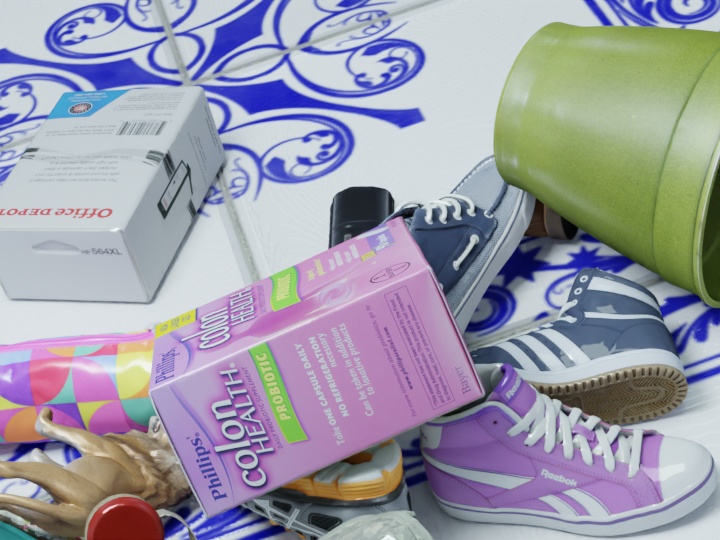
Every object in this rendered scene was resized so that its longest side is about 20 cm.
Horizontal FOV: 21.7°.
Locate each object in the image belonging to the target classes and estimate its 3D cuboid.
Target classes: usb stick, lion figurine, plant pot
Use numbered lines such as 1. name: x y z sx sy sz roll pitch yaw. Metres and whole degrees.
1. usb stick: 0.000 0.000 1.510 0.055 0.033 0.201 -4 39 5
2. lion figurine: -0.190 0.150 1.305 0.122 0.073 0.200 23 22 10
3. plant pot: 0.209 -0.098 1.396 0.192 0.201 0.201 20 50 27

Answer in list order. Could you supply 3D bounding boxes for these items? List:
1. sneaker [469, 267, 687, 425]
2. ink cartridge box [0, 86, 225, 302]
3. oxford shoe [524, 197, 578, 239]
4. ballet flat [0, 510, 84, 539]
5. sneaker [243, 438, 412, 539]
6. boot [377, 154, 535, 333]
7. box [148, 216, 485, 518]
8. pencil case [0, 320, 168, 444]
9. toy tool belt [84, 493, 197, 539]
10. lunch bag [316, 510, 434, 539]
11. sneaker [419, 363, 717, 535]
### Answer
1. sneaker: 0.129 0.059 1.356 0.198 0.070 0.109 -5 43 3
2. ink cartridge box: -0.222 -0.068 1.631 0.145 0.085 0.201 1 42 22
3. oxford shoe: 0.158 -0.106 1.554 0.071 0.072 0.201 0 42 26
4. ballet flat: -0.186 0.213 1.291 0.199 0.076 0.064 31 24 37
5. sneaker: -0.037 0.155 1.303 0.078 0.078 0.199 -35 23 -30
6. boot: 0.066 -0.032 1.441 0.072 0.090 0.201 -1 51 41
7. box: -0.034 0.060 1.274 0.199 0.097 0.176 -25 13 1
8. pencil case: -0.212 0.084 1.442 0.198 0.089 0.089 -9 38 11
9. toy tool belt: -0.170 0.226 1.161 0.124 0.202 0.123 15 1 -11
10. lunch bag: -0.027 0.229 1.085 0.163 0.201 0.118 -33 60 -19
11. sneaker: 0.134 0.114 1.254 0.199 0.115 0.073 -3 38 14
